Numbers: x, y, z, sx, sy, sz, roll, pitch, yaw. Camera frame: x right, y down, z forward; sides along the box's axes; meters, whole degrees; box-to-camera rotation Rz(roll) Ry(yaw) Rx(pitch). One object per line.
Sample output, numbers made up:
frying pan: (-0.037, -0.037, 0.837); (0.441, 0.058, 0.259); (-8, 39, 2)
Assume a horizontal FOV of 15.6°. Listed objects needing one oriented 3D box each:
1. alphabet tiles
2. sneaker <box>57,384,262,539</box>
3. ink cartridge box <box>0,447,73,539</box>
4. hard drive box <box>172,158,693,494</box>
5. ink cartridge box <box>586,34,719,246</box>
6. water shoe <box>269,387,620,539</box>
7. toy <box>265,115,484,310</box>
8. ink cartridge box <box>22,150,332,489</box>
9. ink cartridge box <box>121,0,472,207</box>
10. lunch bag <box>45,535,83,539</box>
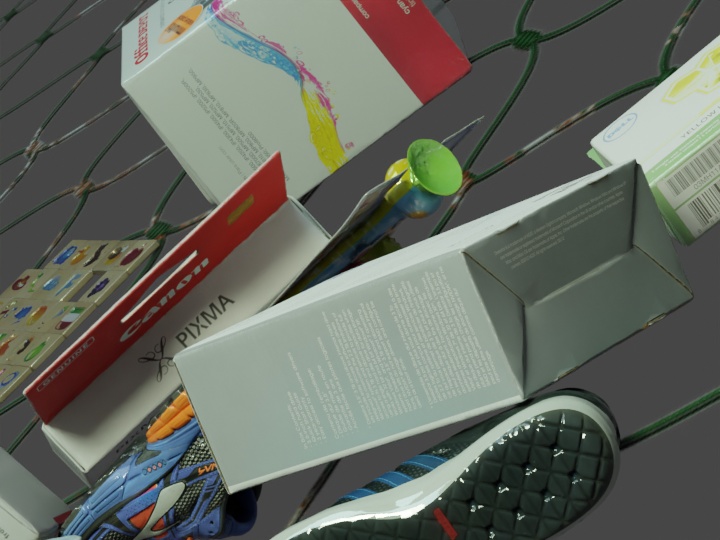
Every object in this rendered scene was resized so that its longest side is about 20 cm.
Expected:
alphabet tiles: (-0.246, 0.035, 1.968); (0.167, 0.008, 0.200); (-46, 20, -20)
sneaker: (-0.097, 0.121, 1.397); (0.200, 0.078, 0.075); (-48, -1, 33)
ink cartridge box: (-0.251, 0.185, 1.406); (0.200, 0.086, 0.148); (-51, -2, 1)
hard drive box: (0.035, 0.027, 1.279); (0.200, 0.077, 0.156); (-20, 4, 42)
ink cartridge box: (0.189, -0.097, 1.404); (0.145, 0.048, 0.200); (-39, 21, 2)
water shoe: (0.032, 0.120, 1.192); (0.199, 0.072, 0.079); (-28, 3, 12)
toy: (0.000, 0.000, 1.499); (0.115, 0.047, 0.200); (-36, -11, -44)
ink cartridge box: (-0.100, 0.035, 1.521); (0.200, 0.045, 0.176); (-44, -9, -10)
ink cartridge box: (-0.048, -0.151, 1.812); (0.200, 0.145, 0.145); (-37, 19, 9)
lunch bag: (-0.150, 0.211, 1.136); (0.200, 0.170, 0.127); (-19, 28, 46)
